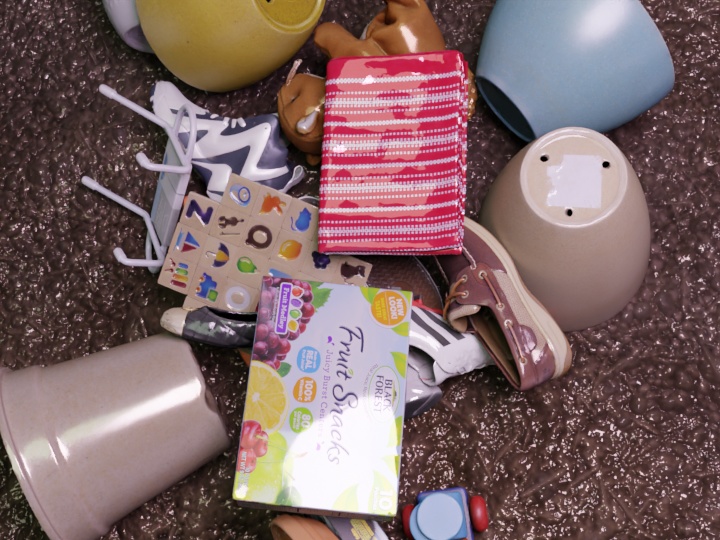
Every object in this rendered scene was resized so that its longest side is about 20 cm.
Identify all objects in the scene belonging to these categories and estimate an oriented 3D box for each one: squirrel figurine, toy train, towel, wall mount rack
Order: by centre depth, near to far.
[{"bbox_3d":[0.086,0.303,0.855,0.084,0.116,0.202,-9,73,7],"label":"toy train"},{"bbox_3d":[0.031,-0.115,0.895,0.143,0.022,0.203,0,78,10],"label":"towel"},{"bbox_3d":[0.014,-0.178,0.983,0.186,0.142,0.200,-39,80,-11],"label":"squirrel figurine"},{"bbox_3d":[-0.241,-0.103,1.001,0.174,0.074,0.202,55,133,46],"label":"wall mount rack"}]

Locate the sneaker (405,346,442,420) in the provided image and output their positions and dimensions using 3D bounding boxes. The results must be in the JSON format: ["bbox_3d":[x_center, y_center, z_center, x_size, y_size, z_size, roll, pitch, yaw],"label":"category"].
[{"bbox_3d":[-0.020,0.129,0.951,0.198,0.071,0.081,-18,66,-4],"label":"sneaker"}]

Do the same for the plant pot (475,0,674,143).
[{"bbox_3d":[0.196,-0.207,0.939,0.135,0.200,0.200,-42,73,0],"label":"plant pot"}]

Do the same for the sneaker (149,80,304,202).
[{"bbox_3d":[-0.139,-0.154,1.036,0.129,0.080,0.200,-35,73,-3],"label":"sneaker"}]

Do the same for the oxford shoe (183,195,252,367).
[{"bbox_3d":[-0.126,0.004,0.988,0.072,0.071,0.202,-26,90,0],"label":"oxford shoe"}]

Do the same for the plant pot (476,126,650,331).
[{"bbox_3d":[0.199,-0.054,0.892,0.185,0.200,0.190,-2,74,8],"label":"plant pot"}]

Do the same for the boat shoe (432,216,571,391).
[{"bbox_3d":[0.112,0.028,0.874,0.071,0.072,0.201,-23,65,-25],"label":"boat shoe"}]

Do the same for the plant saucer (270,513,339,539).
[{"bbox_3d":[-0.014,0.302,0.834,0.037,0.201,0.201,-30,71,-19],"label":"plant saucer"}]

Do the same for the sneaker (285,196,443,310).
[{"bbox_3d":[0.000,0.000,0.986,0.199,0.085,0.073,39,66,-4],"label":"sneaker"}]

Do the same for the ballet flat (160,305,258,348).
[{"bbox_3d":[-0.095,0.045,0.908,0.197,0.067,0.058,1,103,-5],"label":"ballet flat"}]

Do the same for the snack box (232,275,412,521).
[{"bbox_3d":[-0.031,0.113,0.826,0.140,0.053,0.202,6,68,-3],"label":"snack box"}]

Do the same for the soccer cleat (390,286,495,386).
[{"bbox_3d":[0.098,0.078,0.920,0.198,0.069,0.086,13,66,-11],"label":"soccer cleat"}]

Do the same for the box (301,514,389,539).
[{"bbox_3d":[-0.013,0.249,0.873,0.040,0.137,0.201,-31,71,-17],"label":"box"}]

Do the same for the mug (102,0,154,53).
[{"bbox_3d":[-0.209,-0.350,1.080,0.198,0.147,0.178,1,79,-23],"label":"mug"}]

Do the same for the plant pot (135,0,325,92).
[{"bbox_3d":[-0.118,-0.295,0.985,0.141,0.199,0.202,8,72,48],"label":"plant pot"}]

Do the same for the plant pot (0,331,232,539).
[{"bbox_3d":[-0.235,0.153,0.923,0.182,0.201,0.202,-24,72,-11],"label":"plant pot"}]

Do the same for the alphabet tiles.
[{"bbox_3d":[-0.097,0.003,0.937,0.198,0.006,0.168,21,99,-1],"label":"alphabet tiles"}]
